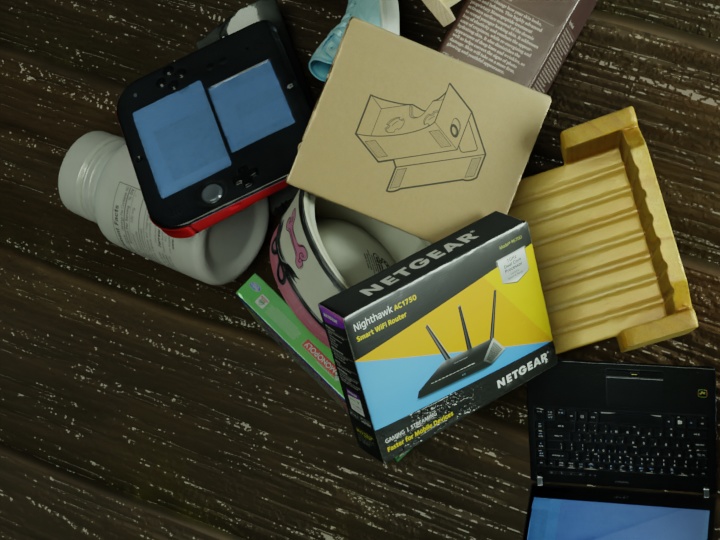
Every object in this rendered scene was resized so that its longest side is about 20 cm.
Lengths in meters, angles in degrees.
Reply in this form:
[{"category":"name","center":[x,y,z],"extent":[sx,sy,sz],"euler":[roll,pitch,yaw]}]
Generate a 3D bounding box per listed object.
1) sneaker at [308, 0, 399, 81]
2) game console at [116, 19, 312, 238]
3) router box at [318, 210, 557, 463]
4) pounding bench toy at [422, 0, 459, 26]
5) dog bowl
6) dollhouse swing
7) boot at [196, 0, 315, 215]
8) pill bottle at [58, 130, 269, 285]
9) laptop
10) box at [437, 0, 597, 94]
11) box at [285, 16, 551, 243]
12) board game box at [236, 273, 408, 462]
[{"category":"sneaker","center":[-0.008,-0.217,1.589],"extent":[0.081,0.074,0.201],"euler":[4,60,-14]},{"category":"game console","center":[-0.135,-0.135,1.573],"extent":[0.176,0.031,0.201],"euler":[-28,53,7]},{"category":"router box","center":[0.071,0.057,1.466],"extent":[0.051,0.199,0.150],"euler":[25,137,54]},{"category":"pounding bench toy","center":[0.082,-0.363,1.523],"extent":[0.156,0.124,0.201],"euler":[-31,56,13]},{"category":"dog bowl","center":[0.000,0.000,1.558],"extent":[0.074,0.200,0.201],"euler":[-41,76,30]},{"category":"dollhouse swing","center":[0.190,-0.018,1.512],"extent":[0.175,0.182,0.201],"euler":[-15,84,6]},{"category":"boot","center":[-0.056,-0.179,1.648],"extent":[0.164,0.066,0.201],"euler":[-26,76,14]},{"category":"pill bottle","center":[-0.199,-0.069,1.650],"extent":[0.199,0.114,0.115],"euler":[22,95,30]},{"category":"laptop","center":[0.230,0.193,1.510],"extent":[0.176,0.103,0.201],"euler":[2,111,17]},{"category":"box","center":[0.130,-0.198,1.569],"extent":[0.100,0.075,0.201],"euler":[30,93,16]},{"category":"box","center":[0.053,-0.118,1.503],"extent":[0.199,0.021,0.164],"euler":[22,90,-7]},{"category":"board game box","center":[-0.031,0.095,1.586],"extent":[0.029,0.135,0.200],"euler":[-45,75,-6]}]
